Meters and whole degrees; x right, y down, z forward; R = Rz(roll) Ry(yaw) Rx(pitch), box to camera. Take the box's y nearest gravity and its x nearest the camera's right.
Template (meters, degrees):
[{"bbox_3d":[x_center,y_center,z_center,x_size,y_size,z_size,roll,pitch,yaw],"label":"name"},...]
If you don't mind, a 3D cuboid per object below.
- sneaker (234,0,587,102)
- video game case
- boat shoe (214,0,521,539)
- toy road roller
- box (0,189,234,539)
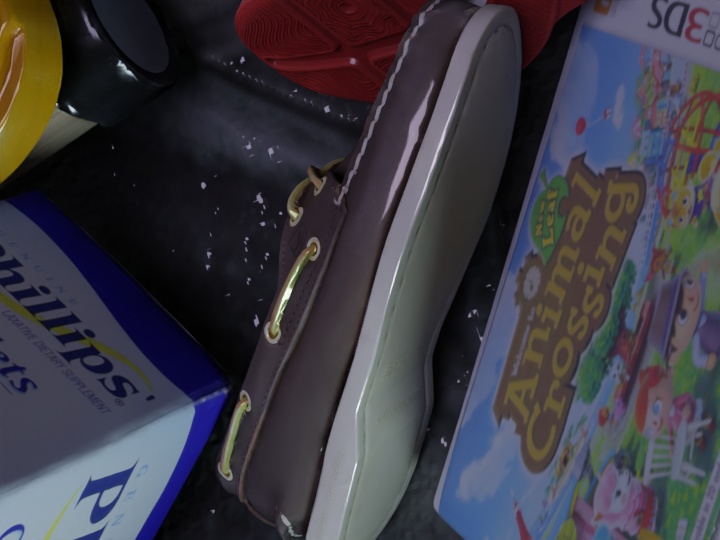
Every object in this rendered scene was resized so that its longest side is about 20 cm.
[{"bbox_3d":[0.046,-0.132,0.783,0.199,0.078,0.116,-16,47,41],"label":"sneaker"},{"bbox_3d":[0.088,0.009,0.716,0.022,0.182,0.201,13,99,-22],"label":"video game case"},{"bbox_3d":[0.000,0.000,0.781,0.059,0.072,0.201,26,118,21],"label":"boat shoe"},{"bbox_3d":[-0.163,-0.114,0.811,0.123,0.146,0.201,-30,70,21],"label":"toy road roller"},{"bbox_3d":[-0.163,0.094,0.777,0.105,0.200,0.184,40,122,16],"label":"box"}]
